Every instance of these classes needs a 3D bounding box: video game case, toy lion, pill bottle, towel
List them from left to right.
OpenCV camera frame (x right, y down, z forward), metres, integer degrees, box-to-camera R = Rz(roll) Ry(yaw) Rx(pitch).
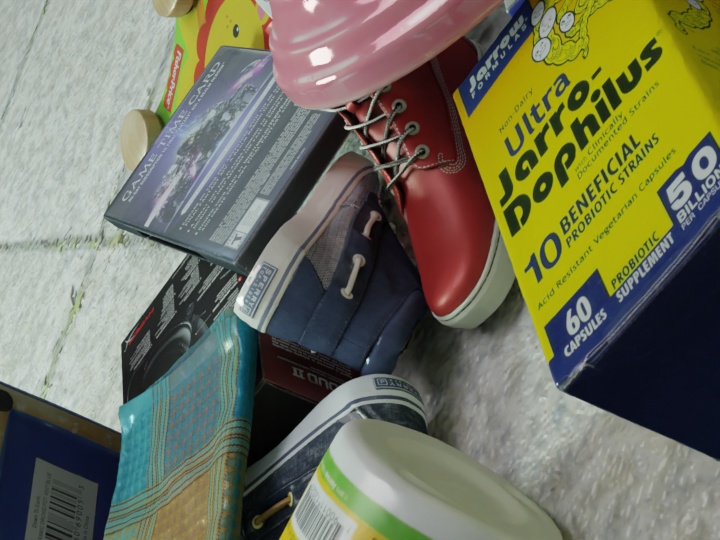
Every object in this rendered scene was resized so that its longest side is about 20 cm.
[{"bbox_3d":[-0.102,0.130,0.867,0.147,0.022,0.201,-40,36,44],"label":"towel"},{"bbox_3d":[-0.094,-0.129,1.163,0.192,0.068,0.201,47,129,47],"label":"toy lion"},{"bbox_3d":[-0.077,-0.074,1.007,0.143,0.019,0.200,-57,30,-10],"label":"video game case"},{"bbox_3d":[-0.004,0.177,0.720,0.201,0.111,0.111,-62,27,9],"label":"pill bottle"}]

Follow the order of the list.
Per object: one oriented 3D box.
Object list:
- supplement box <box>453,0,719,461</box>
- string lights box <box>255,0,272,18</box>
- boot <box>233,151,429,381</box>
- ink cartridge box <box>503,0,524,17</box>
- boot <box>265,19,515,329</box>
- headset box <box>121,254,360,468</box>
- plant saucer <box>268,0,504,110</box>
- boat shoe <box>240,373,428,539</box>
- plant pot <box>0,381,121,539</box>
[{"bbox_3d":[0.127,-0.036,0.653,0.109,0.109,0.200,-52,29,26],"label":"supplement box"},{"bbox_3d":[-0.008,-0.246,0.909,0.103,0.059,0.200,50,117,22],"label":"string lights box"},{"bbox_3d":[0.000,0.000,0.914,0.073,0.090,0.200,-61,-2,27],"label":"boot"},{"bbox_3d":[0.128,-0.197,0.818,0.137,0.076,0.200,-49,29,31],"label":"ink cartridge box"},{"bbox_3d":[0.011,-0.069,0.855,0.072,0.144,0.201,-43,36,36],"label":"boot"},{"bbox_3d":[-0.074,0.072,0.973,0.149,0.077,0.200,-52,31,27],"label":"headset box"},{"bbox_3d":[0.029,-0.161,0.759,0.200,0.051,0.201,-36,23,18],"label":"plant saucer"},{"bbox_3d":[-0.033,0.145,0.845,0.200,0.071,0.091,-49,34,32],"label":"boat shoe"},{"bbox_3d":[-0.232,0.191,1.045,0.180,0.200,0.201,-38,37,34],"label":"plant pot"}]
